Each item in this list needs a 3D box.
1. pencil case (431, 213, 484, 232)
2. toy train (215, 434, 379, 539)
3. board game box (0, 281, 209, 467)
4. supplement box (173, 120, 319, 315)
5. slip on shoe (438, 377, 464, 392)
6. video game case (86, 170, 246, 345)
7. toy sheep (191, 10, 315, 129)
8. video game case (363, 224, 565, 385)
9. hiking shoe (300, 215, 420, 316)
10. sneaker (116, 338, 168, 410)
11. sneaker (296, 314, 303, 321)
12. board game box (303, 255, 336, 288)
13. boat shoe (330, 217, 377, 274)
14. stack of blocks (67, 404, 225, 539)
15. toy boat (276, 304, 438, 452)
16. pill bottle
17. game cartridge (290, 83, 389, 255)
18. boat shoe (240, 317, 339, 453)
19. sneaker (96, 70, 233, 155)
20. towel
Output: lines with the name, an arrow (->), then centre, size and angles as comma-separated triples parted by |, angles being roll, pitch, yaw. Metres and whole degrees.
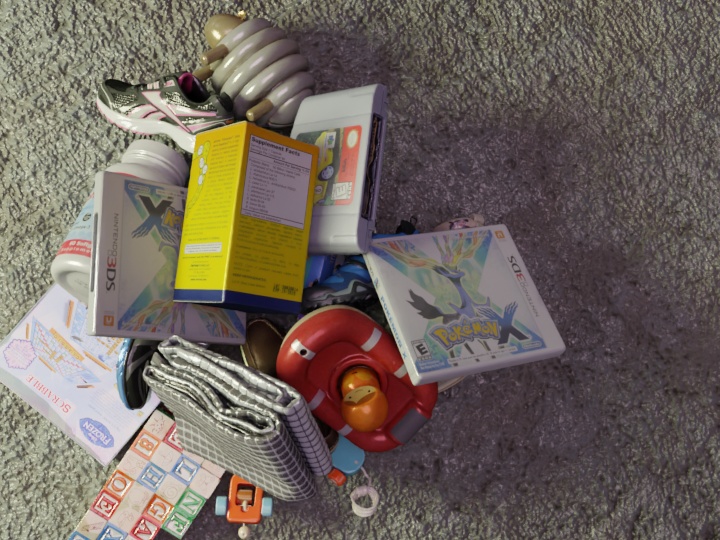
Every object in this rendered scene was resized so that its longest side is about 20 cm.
pencil case -> 0.135, 0.025, 1.028 | 0.089, 0.078, 0.200 | -23, 55, 31
toy train -> -0.080, 0.261, 1.016 | 0.199, 0.056, 0.151 | 0, 65, -6
board game box -> -0.329, 0.105, 1.014 | 0.200, 0.041, 0.200 | 41, 80, -3
supplement box -> -0.131, -0.055, 0.924 | 0.109, 0.109, 0.201 | 13, 81, -42
slip on shoe -> 0.144, 0.104, 1.068 | 0.200, 0.061, 0.074 | -37, 56, 2
video game case -> -0.217, -0.009, 0.936 | 0.200, 0.022, 0.183 | 9, 77, -44
toy sheep -> -0.127, -0.244, 1.025 | 0.138, 0.138, 0.200 | -38, 94, -9
video game case -> 0.120, 0.033, 0.940 | 0.200, 0.022, 0.183 | -8, 60, -24
hiking shoe -> 0.000, 0.000, 0.989 | 0.200, 0.074, 0.087 | -19, 73, -29
sneaker -> -0.234, 0.077, 0.974 | 0.083, 0.071, 0.200 | 24, 76, 0
sneaker -> -0.001, 0.119, 1.027 | 0.070, 0.100, 0.200 | -40, 92, -11
board game box -> -0.101, -0.055, 1.029 | 0.152, 0.045, 0.201 | 11, 84, 18
boat shoe -> -0.015, -0.049, 1.059 | 0.071, 0.064, 0.200 | 13, 85, 28
stack of blocks -> -0.261, 0.285, 1.001 | 0.115, 0.059, 0.200 | 34, 82, -4
toy boat -> -0.001, 0.135, 0.904 | 0.200, 0.131, 0.131 | 39, 99, -16
pill bottle -> -0.284, -0.058, 0.978 | 0.109, 0.109, 0.200 | 20, 60, -6
game cartridge -> -0.035, -0.118, 0.955 | 0.041, 0.133, 0.201 | 16, 77, -46
boat shoe -> -0.086, 0.135, 1.003 | 0.075, 0.075, 0.202 | -31, 71, -18
sneaker -> -0.235, -0.213, 1.003 | 0.200, 0.080, 0.087 | 21, 118, 14
towel -> -0.140, 0.168, 0.896 | 0.200, 0.166, 0.086 | 20, 61, 28
